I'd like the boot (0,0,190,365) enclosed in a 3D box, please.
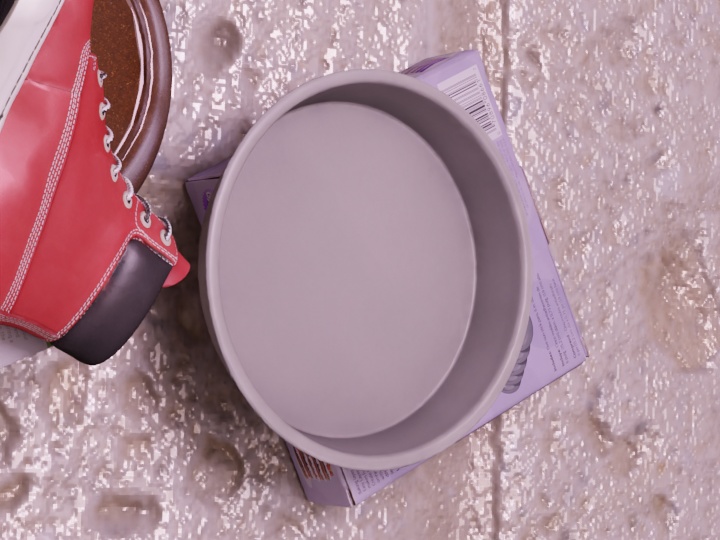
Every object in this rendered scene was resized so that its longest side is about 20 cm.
[{"bbox_3d":[-0.123,-0.065,0.944,0.144,0.072,0.202,22,86,-37],"label":"boot"}]

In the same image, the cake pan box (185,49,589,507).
[{"bbox_3d":[0.017,-0.001,1.144,0.184,0.052,0.201,-31,106,-34],"label":"cake pan box"}]

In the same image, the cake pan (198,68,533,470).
[{"bbox_3d":[0.000,0.000,1.080,0.199,0.037,0.202,2,87,-34],"label":"cake pan"}]

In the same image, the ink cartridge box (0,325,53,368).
[{"bbox_3d":[-0.225,-0.011,0.956,0.199,0.075,0.149,-22,104,-34],"label":"ink cartridge box"}]

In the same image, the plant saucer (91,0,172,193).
[{"bbox_3d":[-0.171,-0.102,1.028,0.199,0.032,0.202,1,89,-35],"label":"plant saucer"}]
